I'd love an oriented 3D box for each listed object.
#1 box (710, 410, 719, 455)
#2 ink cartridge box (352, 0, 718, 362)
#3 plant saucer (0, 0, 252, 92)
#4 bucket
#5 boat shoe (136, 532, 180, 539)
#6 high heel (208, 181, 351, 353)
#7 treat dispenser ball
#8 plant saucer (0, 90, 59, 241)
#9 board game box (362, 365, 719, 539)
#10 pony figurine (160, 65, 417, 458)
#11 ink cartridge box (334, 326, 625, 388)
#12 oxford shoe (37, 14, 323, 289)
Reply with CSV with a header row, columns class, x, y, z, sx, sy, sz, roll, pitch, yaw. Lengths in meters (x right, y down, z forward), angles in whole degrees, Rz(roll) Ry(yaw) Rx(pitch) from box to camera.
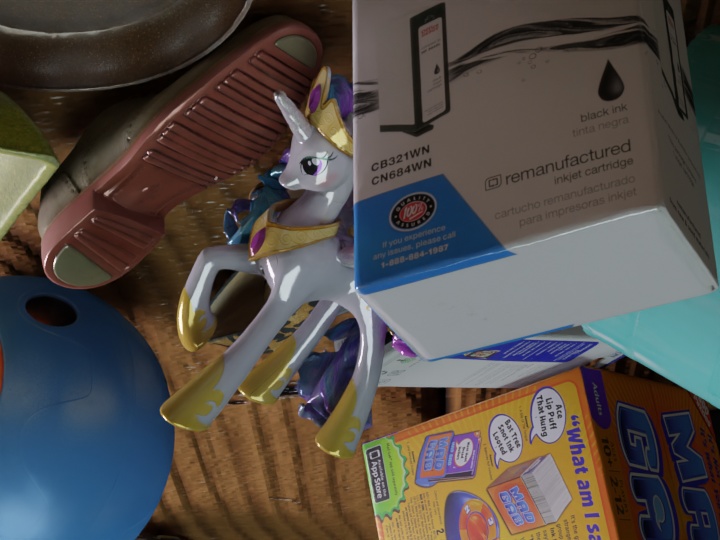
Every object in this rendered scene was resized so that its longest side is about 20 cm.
class,x,y,z,sx,sy,sz,roll,pitch,yaw
box,0.318,0.172,1.395,0.199,0.079,0.141,-15,147,22
ink cartridge box,0.074,-0.077,0.783,0.145,0.201,0.084,-16,147,23
plant saucer,-0.147,-0.153,0.800,0.198,0.032,0.201,-1,152,-1
bucket,0.211,-0.022,0.879,0.134,0.208,0.208,25,158,18
boat shoe,-0.182,0.273,1.544,0.060,0.073,0.202,-16,155,20
high heel,-0.068,0.004,1.048,0.142,0.072,0.200,-19,157,15
treat dispenser ball,-0.218,0.105,1.089,0.199,0.202,0.201,-2,152,-1
plant saucer,-0.277,-0.066,0.904,0.198,0.048,0.200,11,160,-22
board game box,0.152,0.205,1.270,0.199,0.202,0.199,-23,158,33
pony figurine,0.000,0.000,0.915,0.192,0.167,0.201,15,112,-34
ink cartridge box,0.090,0.048,1.162,0.199,0.040,0.099,5,153,-35
oxford shoe,-0.106,-0.078,0.909,0.200,0.074,0.071,-38,142,17
